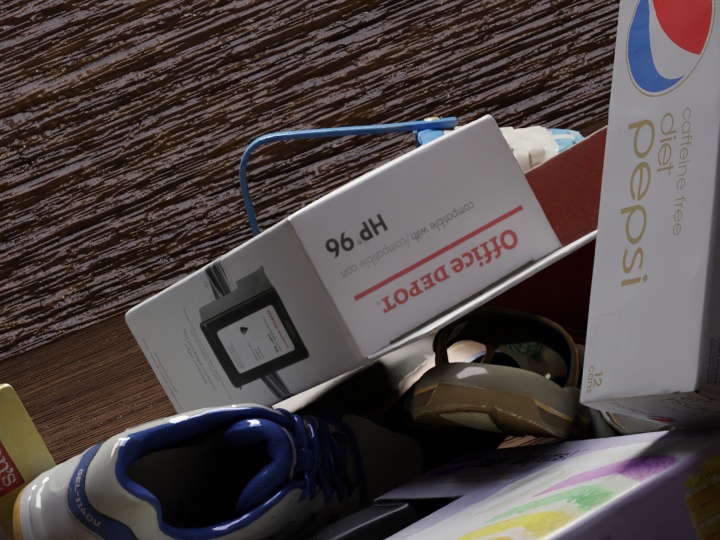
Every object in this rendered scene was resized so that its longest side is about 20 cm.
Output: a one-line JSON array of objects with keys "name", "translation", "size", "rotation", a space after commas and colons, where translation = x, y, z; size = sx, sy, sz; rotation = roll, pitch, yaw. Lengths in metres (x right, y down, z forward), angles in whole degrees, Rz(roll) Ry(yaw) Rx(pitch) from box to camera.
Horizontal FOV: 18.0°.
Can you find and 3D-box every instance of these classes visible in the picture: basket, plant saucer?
[{"name": "basket", "translation": [0.042, -0.005, 1.272], "size": [0.200, 0.177, 0.139], "rotation": [-11, 10, 5]}, {"name": "plant saucer", "translation": [0.146, -0.007, 1.094], "size": [0.199, 0.037, 0.200], "rotation": [13, -27, -36]}]

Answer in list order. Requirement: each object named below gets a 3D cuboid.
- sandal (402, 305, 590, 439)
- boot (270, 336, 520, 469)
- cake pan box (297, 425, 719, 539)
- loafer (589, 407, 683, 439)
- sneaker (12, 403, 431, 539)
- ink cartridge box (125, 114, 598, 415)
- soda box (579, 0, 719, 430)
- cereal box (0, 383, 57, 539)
[{"name": "sandal", "translation": [0.056, 0.040, 0.932], "size": [0.080, 0.054, 0.200], "rotation": [4, -4, 4]}, {"name": "boot", "translation": [-0.027, 0.083, 1.053], "size": [0.200, 0.075, 0.097], "rotation": [-26, 31, -30]}, {"name": "cake pan box", "translation": [0.025, 0.117, 0.815], "size": [0.184, 0.052, 0.200], "rotation": [-23, 4, -28]}, {"name": "loafer", "translation": [0.124, 0.047, 0.974], "size": [0.073, 0.072, 0.200], "rotation": [-21, 6, 0]}, {"name": "sneaker", "translation": [-0.037, 0.090, 0.918], "size": [0.200, 0.075, 0.088], "rotation": [-10, -19, -40]}, {"name": "ink cartridge box", "translation": [0.000, 0.000, 0.947], "size": [0.116, 0.068, 0.200], "rotation": [-29, 2, -34]}, {"name": "soda box", "translation": [0.130, -0.046, 0.800], "size": [0.064, 0.200, 0.068], "rotation": [14, -14, -29]}, {"name": "cereal box", "translation": [-0.166, 0.125, 1.000], "size": [0.040, 0.144, 0.200], "rotation": [-32, 8, -27]}]
